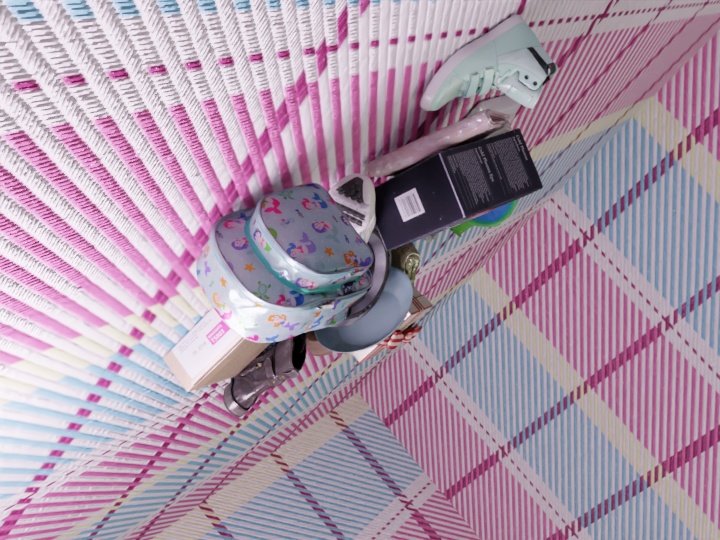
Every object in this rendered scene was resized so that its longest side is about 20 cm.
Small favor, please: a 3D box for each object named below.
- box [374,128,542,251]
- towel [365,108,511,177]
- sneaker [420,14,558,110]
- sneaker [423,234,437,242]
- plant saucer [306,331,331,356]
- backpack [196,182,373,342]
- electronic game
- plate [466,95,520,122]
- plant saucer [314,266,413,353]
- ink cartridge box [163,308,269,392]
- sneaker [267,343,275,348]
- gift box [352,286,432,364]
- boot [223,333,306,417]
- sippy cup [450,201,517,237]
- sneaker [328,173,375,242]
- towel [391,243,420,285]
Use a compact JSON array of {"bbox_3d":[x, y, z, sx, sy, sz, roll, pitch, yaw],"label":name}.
[{"bbox_3d":[0.143,-0.124,1.338,0.182,0.104,0.200,-22,180,-36],"label":"box"},{"bbox_3d":[0.128,-0.192,1.321,0.200,0.032,0.191,-23,178,22],"label":"towel"},{"bbox_3d":[0.186,-0.261,1.197,0.200,0.118,0.074,-38,170,-12],"label":"sneaker"},{"bbox_3d":[0.174,-0.133,1.728,0.075,0.081,0.200,-27,167,-46],"label":"sneaker"},{"bbox_3d":[-0.042,0.086,1.732,0.200,0.029,0.200,-37,-155,21],"label":"plant saucer"},{"bbox_3d":[-0.096,-0.008,1.072,0.200,0.178,0.151,-19,155,-38],"label":"backpack"},{"bbox_3d":[-0.023,-0.001,1.442,0.200,0.042,0.201,-17,117,-38],"label":"electronic game"},{"bbox_3d":[0.209,-0.241,1.587,0.200,0.032,0.200,-48,167,34],"label":"plate"},{"bbox_3d":[0.010,0.078,1.560,0.201,0.201,0.039,-40,130,-8],"label":"plant saucer"},{"bbox_3d":[-0.198,0.098,1.397,0.200,0.075,0.165,-43,168,14],"label":"ink cartridge box"},{"bbox_3d":[-0.139,0.113,1.632,0.130,0.080,0.200,-29,179,-43],"label":"sneaker"},{"bbox_3d":[0.032,0.096,1.895,0.200,0.187,0.184,-47,167,24],"label":"gift box"},{"bbox_3d":[-0.159,0.154,1.510,0.174,0.069,0.200,-39,-149,21],"label":"boot"},{"bbox_3d":[0.269,-0.160,1.890,0.177,0.140,0.130,-16,180,1],"label":"sippy cup"},{"bbox_3d":[-0.010,-0.086,1.299,0.081,0.075,0.200,-53,168,-31],"label":"sneaker"},{"bbox_3d":[0.070,-0.004,1.664,0.036,0.149,0.200,-8,136,-15],"label":"towel"}]
